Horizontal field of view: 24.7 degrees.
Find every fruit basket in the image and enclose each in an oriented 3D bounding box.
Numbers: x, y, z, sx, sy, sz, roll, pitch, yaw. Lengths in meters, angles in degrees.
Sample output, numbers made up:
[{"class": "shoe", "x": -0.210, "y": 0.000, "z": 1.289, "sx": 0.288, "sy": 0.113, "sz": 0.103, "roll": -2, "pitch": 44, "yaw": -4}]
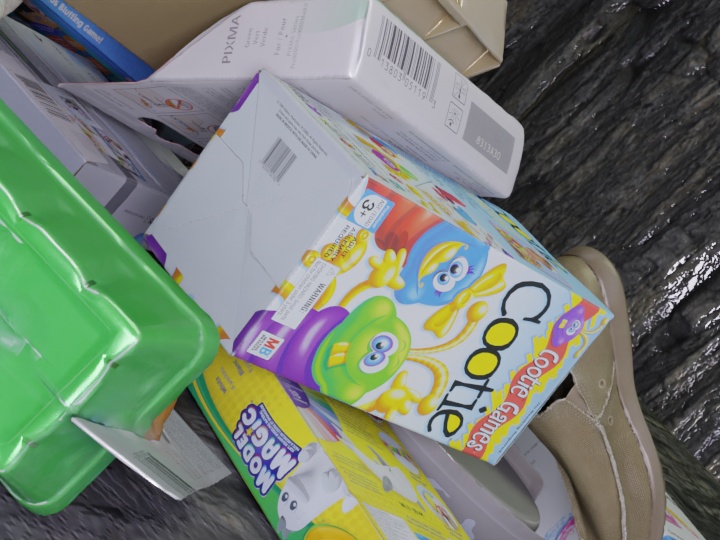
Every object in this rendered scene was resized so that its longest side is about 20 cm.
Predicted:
[{"class": "fruit basket", "x": -0.122, "y": 0.015, "z": 0.580, "sx": 0.185, "sy": 0.094, "sz": 0.200, "roll": 46, "pitch": -8, "yaw": 3}]

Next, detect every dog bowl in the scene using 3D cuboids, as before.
[{"class": "dog bowl", "x": 0.040, "y": 0.108, "z": 0.950, "sx": 0.200, "sy": 0.059, "sz": 0.200, "roll": 45, "pitch": 8, "yaw": -8}]

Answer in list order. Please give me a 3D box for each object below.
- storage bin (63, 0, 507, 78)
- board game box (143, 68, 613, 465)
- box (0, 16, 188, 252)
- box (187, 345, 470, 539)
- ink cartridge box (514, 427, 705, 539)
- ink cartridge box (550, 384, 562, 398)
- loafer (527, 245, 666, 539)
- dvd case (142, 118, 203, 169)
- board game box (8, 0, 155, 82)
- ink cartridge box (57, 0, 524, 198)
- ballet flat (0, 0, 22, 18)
[{"class": "storage bin", "x": -0.048, "y": -0.169, "z": 0.844, "sx": 0.200, "sy": 0.197, "sz": 0.095, "roll": 36, "pitch": 56, "yaw": -56}, {"class": "board game box", "x": 0.012, "y": 0.004, "z": 0.807, "sx": 0.199, "sy": 0.103, "sz": 0.105, "roll": 26, "pitch": 16, "yaw": -44}, {"class": "box", "x": -0.165, "y": -0.081, "z": 0.921, "sx": 0.156, "sy": 0.041, "sz": 0.200, "roll": 47, "pitch": 9, "yaw": 17}, {"class": "box", "x": -0.009, "y": 0.101, "z": 0.782, "sx": 0.117, "sy": 0.048, "sz": 0.200, "roll": 35, "pitch": 15, "yaw": -47}, {"class": "ink cartridge box", "x": 0.190, "y": 0.200, "z": 1.164, "sx": 0.144, "sy": 0.085, "sz": 0.200, "roll": 37, "pitch": 10, "yaw": -44}, {"class": "ink cartridge box", "x": 0.057, "y": 0.015, "z": 1.082, "sx": 0.175, "sy": 0.045, "sz": 0.200, "roll": 28, "pitch": 9, "yaw": -31}, {"class": "loafer", "x": 0.129, "y": 0.089, "z": 0.980, "sx": 0.076, "sy": 0.067, "sz": 0.202, "roll": 174, "pitch": -97, "yaw": -69}, {"class": "dvd case", "x": -0.092, "y": -0.164, "z": 1.057, "sx": 0.022, "sy": 0.200, "sz": 0.147, "roll": 5, "pitch": 56, "yaw": -33}, {"class": "board game box", "x": -0.210, "y": -0.186, "z": 1.044, "sx": 0.200, "sy": 0.045, "sz": 0.152, "roll": 40, "pitch": -10, "yaw": -35}, {"class": "ink cartridge box", "x": -0.035, "y": -0.089, "z": 0.877, "sx": 0.199, "sy": 0.050, "sz": 0.161, "roll": 6, "pitch": -15, "yaw": 36}, {"class": "ballet flat", "x": -0.199, "y": -0.151, "z": 0.807, "sx": 0.067, "sy": 0.063, "sz": 0.201, "roll": 27, "pitch": 31, "yaw": -10}]
